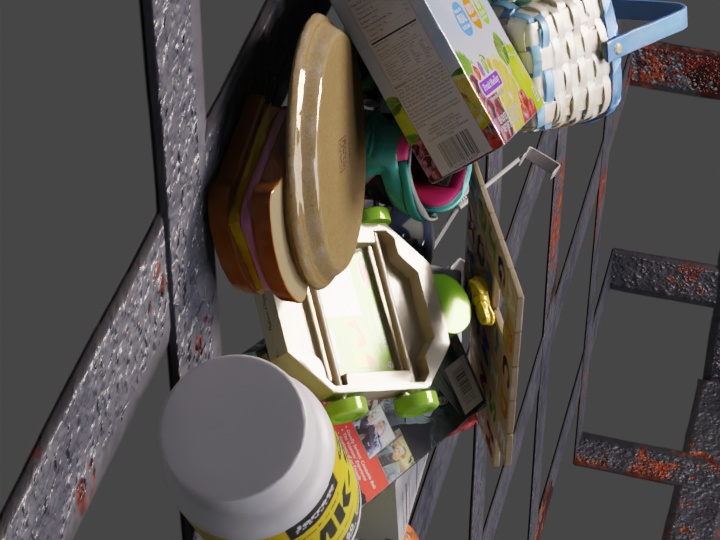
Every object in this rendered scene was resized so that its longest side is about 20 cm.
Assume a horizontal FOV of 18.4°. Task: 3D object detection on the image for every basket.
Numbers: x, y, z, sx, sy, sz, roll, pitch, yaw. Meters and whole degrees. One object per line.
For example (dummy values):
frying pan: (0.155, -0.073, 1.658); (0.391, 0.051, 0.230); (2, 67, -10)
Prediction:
basket: (0.142, -0.185, 1.759); (0.200, 0.176, 0.140); (-25, 116, -50)

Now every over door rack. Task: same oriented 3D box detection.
over door rack: (0.073, -0.036, 1.938); (0.200, 0.067, 0.148); (-20, 147, -56)

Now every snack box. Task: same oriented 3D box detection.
snack box: (0.045, -0.177, 1.582); (0.201, 0.067, 0.169); (59, 19, -5)

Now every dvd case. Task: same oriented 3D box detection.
dvd case: (0.007, 0.081, 1.641); (0.200, 0.022, 0.147); (-36, 106, -43)

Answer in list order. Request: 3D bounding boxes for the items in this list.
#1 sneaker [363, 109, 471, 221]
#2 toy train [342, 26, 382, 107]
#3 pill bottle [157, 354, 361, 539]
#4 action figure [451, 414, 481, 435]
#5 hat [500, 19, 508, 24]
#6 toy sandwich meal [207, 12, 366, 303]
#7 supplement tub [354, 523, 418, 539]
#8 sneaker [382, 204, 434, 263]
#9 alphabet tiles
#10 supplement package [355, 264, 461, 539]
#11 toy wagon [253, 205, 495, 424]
sneaker: (0.026, -0.079, 1.690); (0.200, 0.120, 0.084); (34, 68, -79)
toy train: (0.018, -0.221, 1.700); (0.056, 0.042, 0.201); (31, 62, -38)
pill bottle: (-0.066, 0.131, 1.450); (0.200, 0.114, 0.115); (69, 33, -68)
action figure: (0.060, 0.103, 1.872); (0.052, 0.200, 0.066); (44, 79, -29)
hat: (0.073, -0.196, 1.922); (0.201, 0.081, 0.201); (-49, 152, -38)
toy sandwich meal: (-0.046, -0.073, 1.498); (0.205, 0.070, 0.206); (1, 90, -79)
supplement tub: (-0.020, 0.290, 1.790); (0.200, 0.122, 0.123); (-68, 164, -44)
sneaker: (0.000, 0.000, 1.705); (0.200, 0.070, 0.082); (-57, 153, -38)
alphabet tiles: (0.098, 0.045, 1.702); (0.168, 0.008, 0.201); (-105, -167, -50)
supplement package: (0.004, 0.099, 1.762); (0.110, 0.113, 0.201); (86, 18, -56)
toy wagon: (0.013, 0.031, 1.609); (0.199, 0.040, 0.156); (-1, 70, -41)
